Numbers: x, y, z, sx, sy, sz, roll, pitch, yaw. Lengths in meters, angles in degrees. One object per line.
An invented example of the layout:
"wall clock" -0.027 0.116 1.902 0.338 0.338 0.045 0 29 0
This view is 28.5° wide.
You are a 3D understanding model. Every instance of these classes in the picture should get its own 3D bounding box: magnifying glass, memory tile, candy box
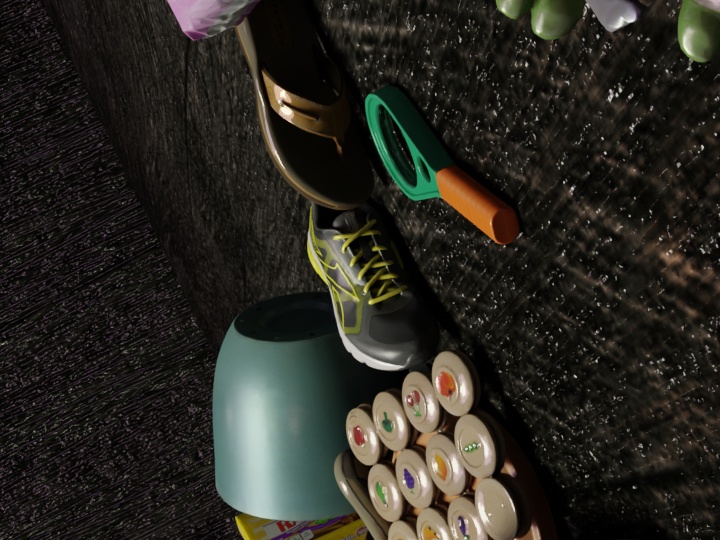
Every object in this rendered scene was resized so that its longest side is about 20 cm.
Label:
"magnifying glass" 0.051 -0.066 0.933 0.200 0.022 0.080 -130 19 -58
"memory tile" 0.055 0.157 1.113 0.200 0.017 0.154 -39 68 55
"candy box" -0.015 0.229 1.375 0.102 0.199 0.026 40 150 63

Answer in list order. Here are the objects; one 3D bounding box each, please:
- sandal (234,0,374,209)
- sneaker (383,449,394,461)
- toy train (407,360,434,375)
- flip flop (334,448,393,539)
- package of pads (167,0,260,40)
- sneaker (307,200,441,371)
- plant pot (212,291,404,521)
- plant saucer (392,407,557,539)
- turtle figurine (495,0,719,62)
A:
"sandal" -0.040 -0.140 1.077 0.054 0.080 0.201 -7 105 55
"sneaker" 0.080 0.211 1.216 0.118 0.074 0.200 64 173 -31
"toy train" 0.030 0.050 1.229 0.200 0.034 0.046 59 179 25
"flip flop" 0.021 0.246 1.255 0.200 0.057 0.081 58 -167 -23
"package of pads" -0.115 -0.278 0.999 0.120 0.076 0.200 -27 88 47
"sneaker" 0.000 0.000 1.148 0.200 0.074 0.085 54 164 43
"plant pot" -0.049 0.115 1.333 0.201 0.200 0.162 -139 40 -63
"plant saucer" 0.083 0.205 1.132 0.200 0.032 0.201 27 124 50
"turtle figurine" 0.096 -0.093 0.376 0.194 0.144 0.201 101 146 -77
